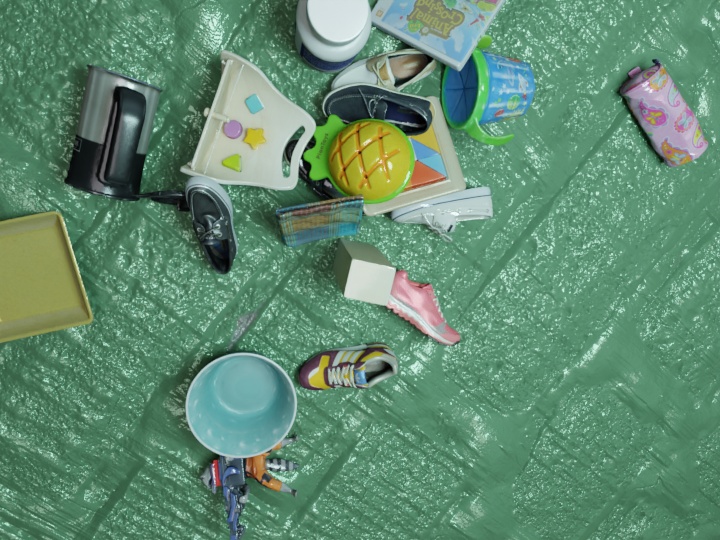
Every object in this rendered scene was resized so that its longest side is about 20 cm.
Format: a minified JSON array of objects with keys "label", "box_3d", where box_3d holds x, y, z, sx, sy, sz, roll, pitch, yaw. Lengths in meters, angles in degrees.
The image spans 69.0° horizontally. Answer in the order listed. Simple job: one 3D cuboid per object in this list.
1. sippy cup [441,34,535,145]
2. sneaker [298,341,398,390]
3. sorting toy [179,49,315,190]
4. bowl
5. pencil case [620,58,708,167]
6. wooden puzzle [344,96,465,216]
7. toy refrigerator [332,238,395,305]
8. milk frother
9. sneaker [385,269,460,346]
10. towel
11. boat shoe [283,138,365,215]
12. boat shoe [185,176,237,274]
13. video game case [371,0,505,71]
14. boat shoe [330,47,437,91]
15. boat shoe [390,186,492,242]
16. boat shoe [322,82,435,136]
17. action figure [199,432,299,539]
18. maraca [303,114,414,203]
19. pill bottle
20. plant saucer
[{"label":"sippy cup","box_3d":[0.230,-0.320,0.928,0.128,0.140,0.181,-5,113,-18]},{"label":"sneaker","box_3d":[-0.025,0.193,1.015,0.196,0.090,0.076,-16,104,-5]},{"label":"sorting toy","box_3d":[-0.174,-0.223,0.876,0.177,0.107,0.203,21,91,-5]},{"label":"bowl","box_3d":[-0.219,0.233,0.988,0.197,0.105,0.205,-2,103,-7]},{"label":"pencil case","box_3d":[0.581,-0.297,1.006,0.087,0.087,0.200,-42,104,2]},{"label":"wooden puzzle","box_3d":[0.076,-0.209,0.937,0.196,0.037,0.188,-15,80,-7]},{"label":"toy refrigerator","box_3d":[0.000,0.000,0.920,0.075,0.200,0.071,12,100,-11]},{"label":"milk frother","box_3d":[-0.355,-0.208,0.871,0.199,0.179,0.191,4,107,-53]},{"label":"sneaker","box_3d":[0.129,0.073,1.022,0.199,0.074,0.087,35,94,-14]},{"label":"towel","box_3d":[-0.067,-0.081,0.897,0.144,0.200,0.022,-11,81,-5]},{"label":"boat shoe","box_3d":[-0.052,-0.166,0.945,0.199,0.066,0.075,42,94,-14]},{"label":"boat shoe","box_3d":[-0.250,-0.066,0.882,0.068,0.067,0.201,-1,143,-4]},{"label":"video game case","box_3d":[0.136,-0.458,0.877,0.199,0.022,0.184,36,96,20]},{"label":"boat shoe","box_3d":[0.039,-0.346,0.918,0.197,0.068,0.076,-24,105,-3]},{"label":"boat shoe","box_3d":[0.157,-0.096,0.986,0.198,0.075,0.088,-11,87,-13]},{"label":"boat shoe","box_3d":[0.031,-0.270,0.893,0.196,0.063,0.075,8,135,0]},{"label":"action figure","box_3d":[-0.218,0.416,1.032,0.189,0.105,0.204,0,78,-3]},{"label":"maraca","box_3d":[-0.004,-0.187,0.870,0.197,0.107,0.139,21,89,21]},{"label":"pill bottle","box_3d":[-0.045,-0.389,0.828,0.117,0.200,0.122,-2,103,-8]},{"label":"plant saucer","box_3d":[-0.584,0.011,0.913,0.196,0.048,0.204,-12,104,-7]}]
